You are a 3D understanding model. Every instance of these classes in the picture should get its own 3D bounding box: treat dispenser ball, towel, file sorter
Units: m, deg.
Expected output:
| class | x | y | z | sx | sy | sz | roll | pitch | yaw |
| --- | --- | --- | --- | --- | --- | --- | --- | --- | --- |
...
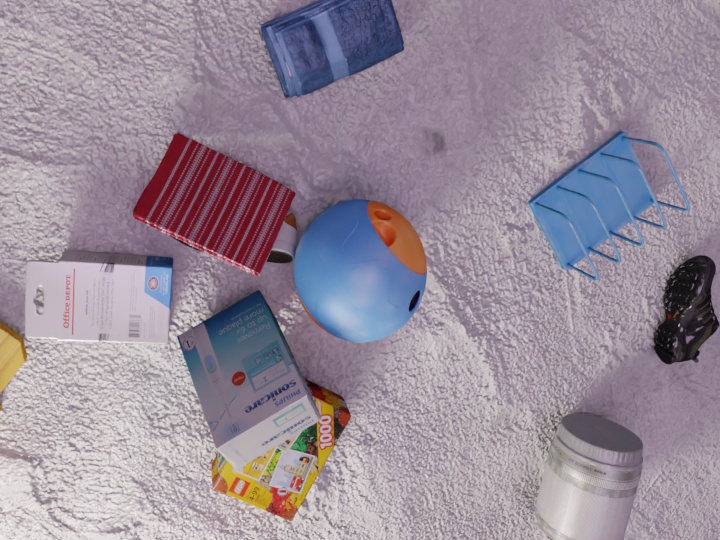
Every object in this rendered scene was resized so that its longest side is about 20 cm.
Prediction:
| class | x | y | z | sx | sy | sz | roll | pitch | yaw |
| --- | --- | --- | --- | --- | --- | --- | --- | --- | --- |
| treat dispenser ball | 0.000 | 0.000 | 1.068 | 0.195 | 0.201 | 0.207 | -3 | 106 | -12 |
| towel | -0.205 | -0.094 | 1.040 | 0.196 | 0.023 | 0.148 | 25 | 68 | -7 |
| file sorter | 0.401 | -0.102 | 1.182 | 0.198 | 0.123 | 0.140 | -36 | 109 | -2 |
| towel | -0.037 | -0.332 | 1.053 | 0.196 | 0.049 | 0.114 | -24 | 110 | -7 |

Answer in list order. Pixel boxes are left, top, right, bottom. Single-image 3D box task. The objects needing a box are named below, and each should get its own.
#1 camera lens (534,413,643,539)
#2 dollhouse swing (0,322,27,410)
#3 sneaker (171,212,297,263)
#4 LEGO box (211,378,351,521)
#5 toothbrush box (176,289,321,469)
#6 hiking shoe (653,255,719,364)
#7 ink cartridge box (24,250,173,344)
| class | x | y | z | sx | sy | sz | roll | pitch | yaw |
| --- | --- | --- | --- | --- | --- | --- | --- | --- | --- |
| camera lens | 0.399 | 0.376 | 1.287 | 0.155 | 0.160 | 0.206 | 7 | 103 | -15 |
| dollhouse swing | -0.587 | 0.160 | 0.993 | 0.199 | 0.183 | 0.175 | 40 | 113 | -19 |
| sneaker | -0.189 | -0.069 | 1.088 | 0.194 | 0.073 | 0.087 | 10 | 69 | -9 |
| LEGO box | -0.128 | 0.271 | 1.175 | 0.146 | 0.077 | 0.203 | 27 | 97 | -19 |
| toothbrush box | -0.163 | 0.155 | 1.067 | 0.144 | 0.202 | 0.086 | -27 | 145 | -4 |
| hiking shoe | 0.594 | 0.069 | 1.308 | 0.098 | 0.076 | 0.205 | 2 | 113 | -23 |
| ink cartridge box | -0.372 | 0.037 | 1.058 | 0.194 | 0.067 | 0.119 | 4 | 104 | -15 |
